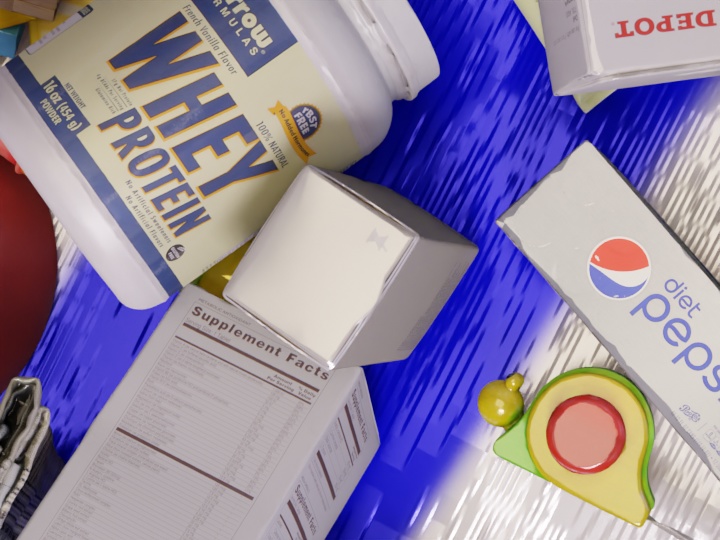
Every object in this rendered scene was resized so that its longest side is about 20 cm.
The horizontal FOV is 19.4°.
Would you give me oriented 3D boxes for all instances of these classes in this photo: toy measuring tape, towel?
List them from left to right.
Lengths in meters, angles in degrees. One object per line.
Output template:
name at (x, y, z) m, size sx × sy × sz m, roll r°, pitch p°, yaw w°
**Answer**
towel at (-0.201, 0.162, 1.089) m, size 0.035 × 0.200 × 0.193 m, roll 25°, pitch 73°, yaw 3°
toy measuring tape at (0.156, 0.102, 1.117) m, size 0.200 × 0.074 × 0.074 m, roll 26°, pitch 93°, yaw 9°

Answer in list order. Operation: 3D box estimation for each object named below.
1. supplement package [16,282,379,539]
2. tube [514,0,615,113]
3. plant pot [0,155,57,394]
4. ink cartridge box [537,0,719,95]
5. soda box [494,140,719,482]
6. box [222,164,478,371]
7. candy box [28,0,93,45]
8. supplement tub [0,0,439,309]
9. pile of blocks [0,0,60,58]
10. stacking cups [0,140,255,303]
supplement package at (-0.088, 0.129, 1.093) m, size 0.114 × 0.110 × 0.200 m, roll 26°, pitch 69°, yaw 17°
tube at (0.090, -0.186, 1.147) m, size 0.200 × 0.052 × 0.058 m, roll 51°, pitch 130°, yaw 3°
plant pot at (-0.285, -0.003, 1.139) m, size 0.200 × 0.177 × 0.201 m, roll 0°, pitch 88°, yaw 10°
ink cartridge box at (0.161, -0.198, 1.095) m, size 0.146 × 0.084 × 0.200 m, roll -7°, pitch 88°, yaw -11°
soda box at (0.163, 0.027, 1.119) m, size 0.068 × 0.063 × 0.200 m, roll -42°, pitch 82°, yaw 8°
box at (0.000, 0.000, 1.078) m, size 0.068 × 0.200 × 0.082 m, roll 34°, pitch 94°, yaw 10°
candy box at (-0.086, -0.123, 1.171) m, size 0.200 × 0.026 × 0.102 m, roll 1°, pitch 104°, yaw 10°
supplement tub at (-0.075, -0.090, 1.068) m, size 0.200 × 0.145 × 0.145 m, roll -36°, pitch 83°, yaw -4°
pile of blocks at (-0.236, -0.153, 1.180) m, size 0.200 × 0.082 × 0.062 m, roll -5°, pitch 55°, yaw 28°
stacking cups at (-0.126, -0.042, 1.159) m, size 0.200 × 0.061 × 0.061 m, roll 38°, pitch 95°, yaw 1°
